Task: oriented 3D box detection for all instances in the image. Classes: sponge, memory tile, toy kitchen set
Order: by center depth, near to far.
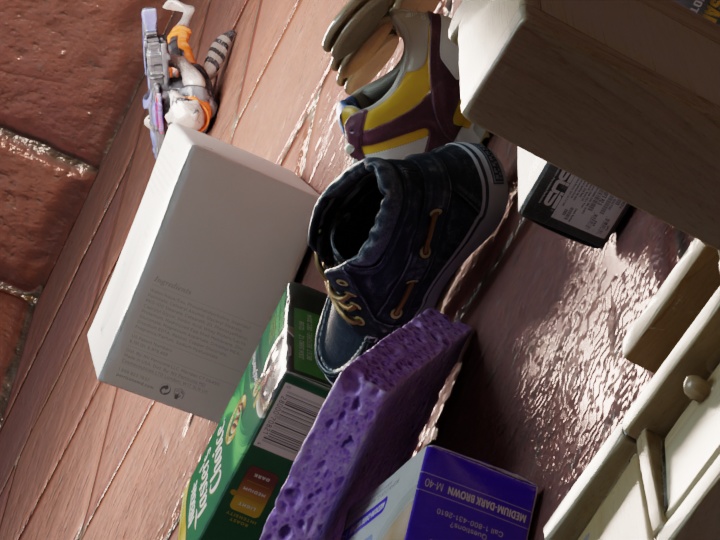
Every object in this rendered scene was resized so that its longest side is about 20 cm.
[{"bbox_3d":[0.080,-0.001,0.786,0.201,0.180,0.164,-58,14,26],"label":"toy kitchen set"},{"bbox_3d":[0.004,0.087,1.170,0.112,0.030,0.200,-65,-10,13],"label":"sponge"},{"bbox_3d":[0.049,-0.197,1.405,0.200,0.017,0.153,-48,-8,-2],"label":"memory tile"}]

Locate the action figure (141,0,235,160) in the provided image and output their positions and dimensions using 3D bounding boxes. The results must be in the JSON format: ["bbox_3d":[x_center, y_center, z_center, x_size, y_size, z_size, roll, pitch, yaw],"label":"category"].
[{"bbox_3d":[-0.202,-0.237,2.649,0.194,0.104,0.201,-90,-1,-48],"label":"action figure"}]

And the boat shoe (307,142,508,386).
[{"bbox_3d":[0.000,0.000,1.311,0.071,0.090,0.201,61,137,30],"label":"boat shoe"}]

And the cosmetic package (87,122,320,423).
[{"bbox_3d":[-0.129,-0.001,1.857,0.199,0.122,0.201,-135,65,-77],"label":"cosmetic package"}]

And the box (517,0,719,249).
[{"bbox_3d":[0.137,-0.134,1.081,0.159,0.048,0.201,-84,19,-56],"label":"box"}]

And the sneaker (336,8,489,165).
[{"bbox_3d":[0.016,-0.063,1.397,0.075,0.090,0.201,-115,47,-74],"label":"sneaker"}]

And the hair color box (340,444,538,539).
[{"bbox_3d":[0.015,0.193,1.035,0.109,0.064,0.201,133,154,-60],"label":"hair color box"}]

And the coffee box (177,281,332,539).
[{"bbox_3d":[-0.073,0.122,1.586,0.123,0.044,0.201,-90,24,-59],"label":"coffee box"}]
